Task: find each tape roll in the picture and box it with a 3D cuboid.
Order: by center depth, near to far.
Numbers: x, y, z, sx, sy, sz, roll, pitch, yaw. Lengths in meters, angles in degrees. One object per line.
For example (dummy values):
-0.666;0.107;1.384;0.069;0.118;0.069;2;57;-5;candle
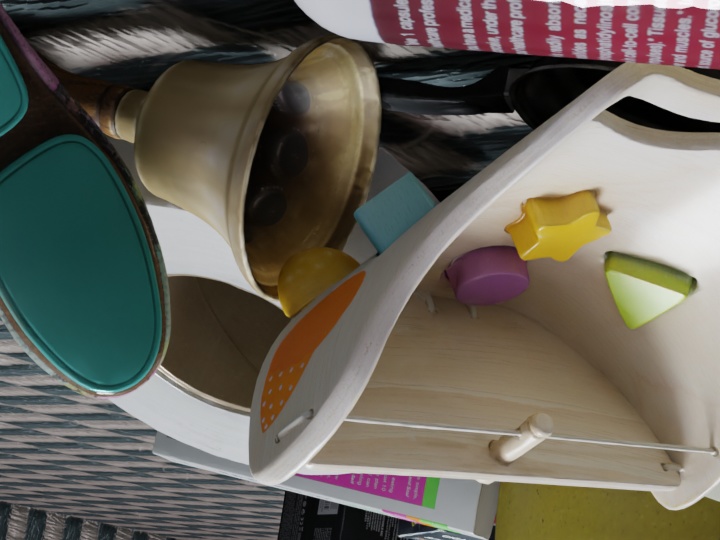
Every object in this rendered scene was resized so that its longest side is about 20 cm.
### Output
-0.051;0.010;0.805;0.201;0.071;0.203;15;145;11;tape roll

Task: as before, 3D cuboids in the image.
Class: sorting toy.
0.079;-0.005;0.608;0.199;0.107;0.180;8;141;-34;sorting toy

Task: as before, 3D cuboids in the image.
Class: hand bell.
-0.102;-0.064;0.696;0.199;0.105;0.104;17;171;25;hand bell

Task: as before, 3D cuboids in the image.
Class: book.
-0.008;0.058;0.939;0.199;0.134;0.048;11;169;27;book

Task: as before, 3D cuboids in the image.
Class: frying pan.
0.088;-0.059;0.680;0.115;0.031;0.189;30;165;-39;frying pan

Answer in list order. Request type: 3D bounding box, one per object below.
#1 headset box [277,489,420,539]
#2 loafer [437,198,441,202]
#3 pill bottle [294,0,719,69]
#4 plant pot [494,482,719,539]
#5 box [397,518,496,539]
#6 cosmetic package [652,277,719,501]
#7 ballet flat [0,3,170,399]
0.055;0.153;1.023;0.199;0.150;0.077;17;163;-30;headset box
0.000;0.000;0.890;0.199;0.071;0.068;1;167;25;loafer
0.046;-0.101;0.365;0.199;0.114;0.113;5;166;9;pill bottle
0.147;0.114;0.845;0.199;0.143;0.200;-18;-174;2;plant pot
0.121;0.090;1.002;0.199;0.160;0.046;16;162;-28;box
0.148;0.034;0.742;0.199;0.103;0.073;18;133;37;cosmetic package
-0.135;-0.045;0.643;0.201;0.069;0.071;60;165;-16;ballet flat
